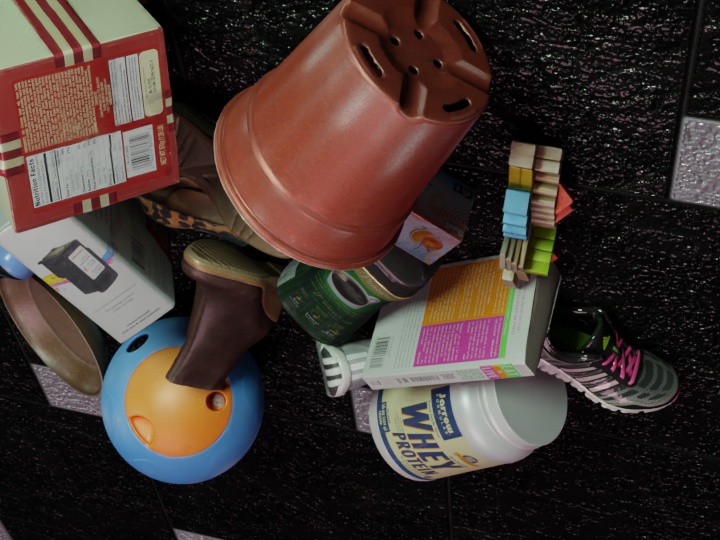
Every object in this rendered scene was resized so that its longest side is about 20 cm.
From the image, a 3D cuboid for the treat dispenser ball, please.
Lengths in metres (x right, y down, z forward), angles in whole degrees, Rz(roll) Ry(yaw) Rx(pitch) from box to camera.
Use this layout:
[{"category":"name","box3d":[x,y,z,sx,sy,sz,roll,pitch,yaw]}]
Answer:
[{"category":"treat dispenser ball","box3d":[-0.216,0.158,1.817,0.199,0.202,0.202,13,148,8]}]

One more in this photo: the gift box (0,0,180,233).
[{"category":"gift box","box3d":[-0.259,-0.162,1.323,0.198,0.187,0.186,-16,129,-26]}]

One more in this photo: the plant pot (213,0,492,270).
[{"category":"plant pot","box3d":[0.003,-0.135,1.291,0.200,0.202,0.195,28,139,-16]}]

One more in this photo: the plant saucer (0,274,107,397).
[{"category":"plant saucer","box3d":[-0.376,0.068,1.859,0.200,0.037,0.201,37,149,26]}]

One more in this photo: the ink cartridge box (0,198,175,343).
[{"category":"ink cartridge box","box3d":[-0.295,-0.043,1.590,0.082,0.146,0.200,-33,127,17]}]

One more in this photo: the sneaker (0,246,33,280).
[{"category":"sneaker","box3d":[-0.403,-0.012,1.619,0.070,0.078,0.200,42,175,-25]}]

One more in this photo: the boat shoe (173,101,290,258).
[{"category":"boat shoe","box3d":[-0.124,-0.093,1.468,0.200,0.063,0.073,38,116,4]}]

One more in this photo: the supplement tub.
[{"category":"supplement tub","box3d":[0.122,0.155,1.700,0.145,0.146,0.199,37,143,-28]}]

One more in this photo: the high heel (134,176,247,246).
[{"category":"high heel","box3d":[-0.157,-0.081,1.544,0.141,0.072,0.200,21,157,-17]}]

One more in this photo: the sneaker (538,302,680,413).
[{"category":"sneaker","box3d":[0.258,0.090,1.599,0.198,0.074,0.088,25,154,-2]}]

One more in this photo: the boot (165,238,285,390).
[{"category":"boot","box3d":[-0.163,0.058,1.634,0.072,0.167,0.200,39,-170,28]}]

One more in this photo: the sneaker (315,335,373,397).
[{"category":"sneaker","box3d":[0.012,0.103,1.717,0.114,0.076,0.200,-12,-175,-4]}]

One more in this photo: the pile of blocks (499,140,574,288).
[{"category":"pile of blocks","box3d":[0.171,-0.046,1.429,0.061,0.083,0.201,10,147,13]}]

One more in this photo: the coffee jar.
[{"category":"coffee jar","box3d":[0.000,0.000,1.574,0.104,0.085,0.200,45,143,-9]}]

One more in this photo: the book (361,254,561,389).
[{"category":"book","box3d":[0.103,0.055,1.567,0.198,0.135,0.048,-7,142,35]}]

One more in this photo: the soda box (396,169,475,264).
[{"category":"soda box","box3d":[0.012,-0.089,1.455,0.199,0.069,0.063,31,145,-18]}]
